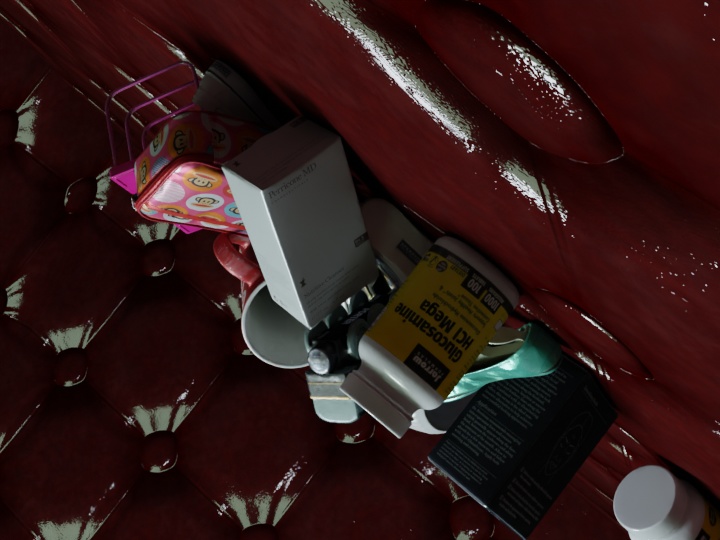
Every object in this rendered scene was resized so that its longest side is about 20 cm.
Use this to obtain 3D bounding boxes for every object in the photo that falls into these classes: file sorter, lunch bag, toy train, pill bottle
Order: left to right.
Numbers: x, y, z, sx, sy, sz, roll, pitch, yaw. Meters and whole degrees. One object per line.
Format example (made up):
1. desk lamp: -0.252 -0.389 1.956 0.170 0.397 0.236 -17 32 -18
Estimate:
1. file sorter: -0.217 -0.157 1.380 0.200 0.137 0.127 43 -149 -64
2. lunch bag: -0.159 -0.101 1.245 0.198 0.083 0.176 10 152 -34
3. toy train: 0.004 0.094 1.255 0.084 0.115 0.200 -2 -164 30
4. pill bottle: 0.070 0.073 1.146 0.112 0.201 0.112 37 174 4
5. pill bottle: 0.432 0.353 1.455 0.200 0.115 0.114 42 174 -31

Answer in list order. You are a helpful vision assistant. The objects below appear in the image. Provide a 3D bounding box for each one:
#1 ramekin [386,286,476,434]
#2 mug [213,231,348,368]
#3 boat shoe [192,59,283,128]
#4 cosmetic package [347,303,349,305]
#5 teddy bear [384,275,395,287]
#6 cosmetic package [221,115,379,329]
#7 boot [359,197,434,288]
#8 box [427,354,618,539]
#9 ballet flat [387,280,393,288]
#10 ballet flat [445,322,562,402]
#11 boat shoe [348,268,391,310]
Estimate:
1. ramekin: 0.095 0.119 1.421 0.104 0.201 0.200 21 164 40
2. mug: -0.102 -0.002 1.379 0.200 0.132 0.179 -111 1 -62
3. boat shoe: -0.139 -0.171 1.276 0.073 0.066 0.200 35 173 35
4. cosmetic package: -0.015 0.005 1.770 0.200 0.085 0.107 41 175 -27
5. teddy bear: -0.007 -0.036 1.481 0.199 0.067 0.145 38 172 4
6. cosmetic package: -0.061 -0.052 1.172 0.081 0.112 0.201 34 153 41
7. boot: 0.064 -0.007 1.267 0.200 0.073 0.090 49 174 -8
8. box: 0.202 0.203 1.321 0.107 0.201 0.148 35 173 38
9. ballet flat: 0.070 0.043 1.604 0.200 0.072 0.072 38 174 7
10. ballet flat: 0.143 0.101 1.271 0.199 0.068 0.071 -21 115 39
11. boat shoe: 0.000 -0.002 1.392 0.203 0.060 0.073 67 -165 -45
